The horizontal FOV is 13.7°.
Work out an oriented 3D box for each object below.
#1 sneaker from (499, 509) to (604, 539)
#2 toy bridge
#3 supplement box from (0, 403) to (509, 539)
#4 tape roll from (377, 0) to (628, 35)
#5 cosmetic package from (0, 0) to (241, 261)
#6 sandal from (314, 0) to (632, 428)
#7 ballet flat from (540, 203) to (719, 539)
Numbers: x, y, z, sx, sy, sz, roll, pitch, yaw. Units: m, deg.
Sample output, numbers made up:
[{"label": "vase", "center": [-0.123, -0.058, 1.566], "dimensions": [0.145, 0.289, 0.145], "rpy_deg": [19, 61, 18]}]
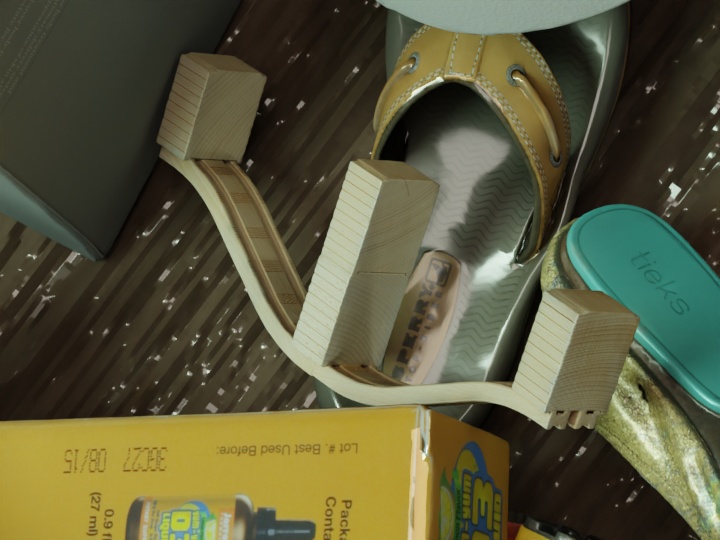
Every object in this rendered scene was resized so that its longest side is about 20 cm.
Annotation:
[{"label": "sneaker", "center": [0.109, 0.144, 0.877], "dimensions": [0.199, 0.078, 0.083], "rpy_deg": [25, 90, 22]}, {"label": "toy bridge", "center": [0.000, 0.000, 0.899], "dimensions": [0.200, 0.027, 0.068], "rpy_deg": [34, 113, 42]}, {"label": "supplement box", "center": [-0.056, 0.080, 0.890], "dimensions": [0.199, 0.069, 0.067], "rpy_deg": [-3, 75, 29]}, {"label": "tape roll", "center": [0.057, -0.165, 0.875], "dimensions": [0.202, 0.037, 0.204], "rpy_deg": [-19, 55, 30]}, {"label": "cosmetic package", "center": [-0.111, -0.085, 0.895], "dimensions": [0.090, 0.200, 0.107], "rpy_deg": [26, 81, 13]}, {"label": "sandal", "center": [0.029, -0.038, 0.927], "dimensions": [0.081, 0.055, 0.201], "rpy_deg": [18, 88, 15]}, {"label": "ballet flat", "center": [0.116, 0.062, 0.871], "dimensions": [0.071, 0.071, 0.200], "rpy_deg": [-39, 54, 0]}]
